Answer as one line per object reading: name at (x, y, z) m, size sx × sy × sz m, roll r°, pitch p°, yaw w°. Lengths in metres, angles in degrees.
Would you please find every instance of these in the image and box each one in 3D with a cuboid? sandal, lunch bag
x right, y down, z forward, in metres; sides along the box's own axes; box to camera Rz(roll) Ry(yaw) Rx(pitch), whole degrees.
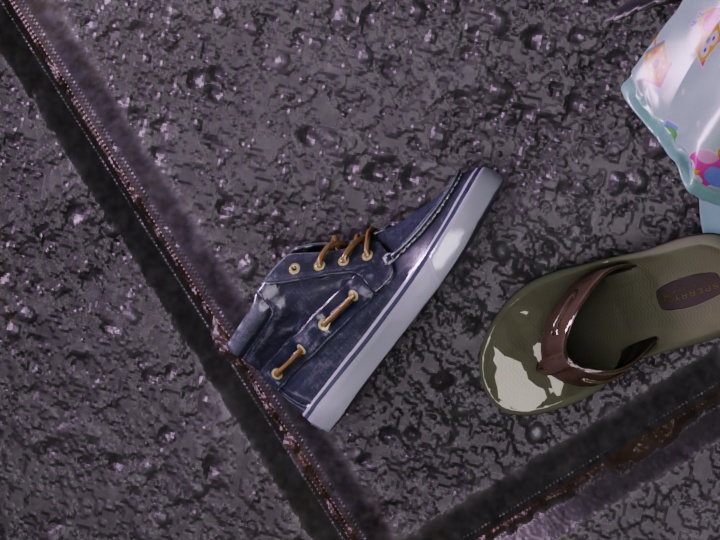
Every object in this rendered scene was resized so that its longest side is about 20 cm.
sandal at (0.147, 0.031, 1.635) m, size 0.201 × 0.057 × 0.080 m, roll -27°, pitch 92°, yaw 35°
lunch bag at (0.271, -0.108, 1.466) m, size 0.199 × 0.122 × 0.171 m, roll 17°, pitch 120°, yaw -32°

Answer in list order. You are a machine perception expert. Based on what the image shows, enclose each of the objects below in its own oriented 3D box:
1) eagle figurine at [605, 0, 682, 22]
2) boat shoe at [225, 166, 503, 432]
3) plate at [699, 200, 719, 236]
eagle figurine at (0.256, -0.186, 1.555) m, size 0.151 × 0.151 × 0.200 m, roll 33°, pitch 95°, yaw -4°
boat shoe at (0.000, 0.000, 1.674) m, size 0.091 × 0.071 × 0.201 m, roll 37°, pitch 108°, yaw 2°
plate at (0.296, -0.035, 1.587) m, size 0.199 × 0.026 × 0.201 m, roll 5°, pitch 117°, yaw 10°
